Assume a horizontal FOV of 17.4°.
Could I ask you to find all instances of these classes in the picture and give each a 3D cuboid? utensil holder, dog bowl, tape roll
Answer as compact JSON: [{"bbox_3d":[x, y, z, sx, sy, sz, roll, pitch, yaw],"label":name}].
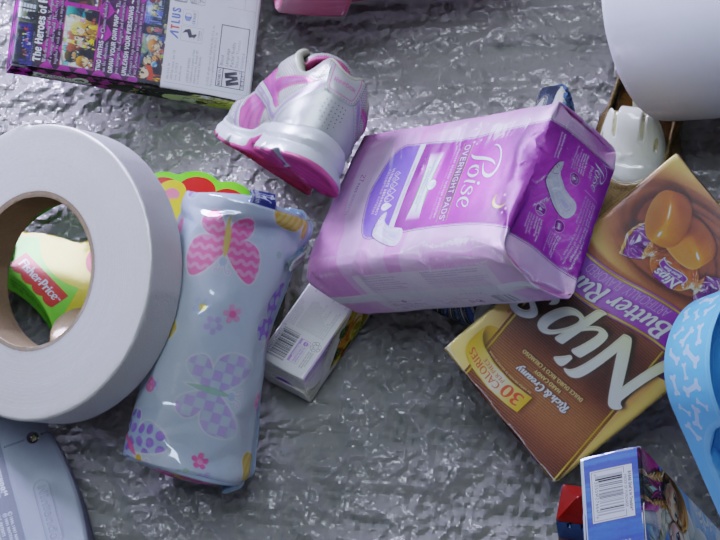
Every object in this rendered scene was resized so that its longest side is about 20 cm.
[{"bbox_3d":[0.284,-0.187,1.575,0.199,0.170,0.170,-3,57,35],"label":"utensil holder"},{"bbox_3d":[0.255,0.100,1.484,0.049,0.201,0.111,-7,25,48],"label":"dog bowl"},{"bbox_3d":[-0.209,0.002,1.580,0.202,0.037,0.204,-4,82,32],"label":"tape roll"}]

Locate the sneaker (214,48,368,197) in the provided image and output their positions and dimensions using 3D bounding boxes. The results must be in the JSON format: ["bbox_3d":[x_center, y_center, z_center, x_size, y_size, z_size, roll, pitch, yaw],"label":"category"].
[{"bbox_3d":[-0.037,-0.107,1.645,0.081,0.200,0.088,32,86,-19],"label":"sneaker"}]

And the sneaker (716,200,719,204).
[{"bbox_3d":[0.298,-0.010,1.602,0.199,0.067,0.090,-13,68,1],"label":"sneaker"}]

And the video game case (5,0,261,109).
[{"bbox_3d":[-0.159,-0.229,1.736,0.181,0.036,0.201,8,80,-15],"label":"video game case"}]

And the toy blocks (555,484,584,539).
[{"bbox_3d":[0.137,0.226,1.446,0.100,0.137,0.201,8,63,13],"label":"toy blocks"}]

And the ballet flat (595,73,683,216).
[{"bbox_3d":[0.201,-0.114,1.666,0.068,0.072,0.201,12,63,17],"label":"ballet flat"}]

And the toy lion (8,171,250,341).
[{"bbox_3d":[-0.165,-0.009,1.677,0.191,0.069,0.200,-37,61,-20],"label":"toy lion"}]

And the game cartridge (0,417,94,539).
[{"bbox_3d":[-0.248,0.184,1.590,0.133,0.041,0.201,-20,60,1],"label":"game cartridge"}]

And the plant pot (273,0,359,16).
[{"bbox_3d":[0.031,-0.285,1.734,0.178,0.200,0.201,3,60,-8],"label":"plant pot"}]

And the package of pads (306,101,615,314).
[{"bbox_3d":[0.063,-0.036,1.552,0.200,0.076,0.121,-5,57,47],"label":"package of pads"}]

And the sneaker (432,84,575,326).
[{"bbox_3d":[0.097,-0.049,1.647,0.085,0.077,0.201,11,63,19],"label":"sneaker"}]

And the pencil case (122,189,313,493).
[{"bbox_3d":[-0.096,0.044,1.579,0.090,0.083,0.201,15,88,-24],"label":"pencil case"}]

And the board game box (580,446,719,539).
[{"bbox_3d":[0.190,0.235,1.397,0.043,0.199,0.201,-14,58,22],"label":"board game box"}]

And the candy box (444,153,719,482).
[{"bbox_3d":[0.168,0.032,1.548,0.200,0.056,0.117,-41,86,6],"label":"candy box"}]

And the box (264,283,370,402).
[{"bbox_3d":[0.000,0.000,1.652,0.041,0.039,0.200,26,68,20],"label":"box"}]
